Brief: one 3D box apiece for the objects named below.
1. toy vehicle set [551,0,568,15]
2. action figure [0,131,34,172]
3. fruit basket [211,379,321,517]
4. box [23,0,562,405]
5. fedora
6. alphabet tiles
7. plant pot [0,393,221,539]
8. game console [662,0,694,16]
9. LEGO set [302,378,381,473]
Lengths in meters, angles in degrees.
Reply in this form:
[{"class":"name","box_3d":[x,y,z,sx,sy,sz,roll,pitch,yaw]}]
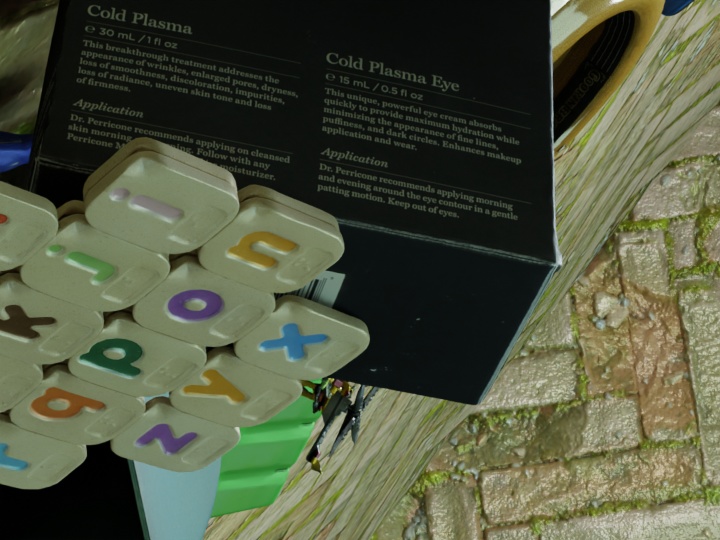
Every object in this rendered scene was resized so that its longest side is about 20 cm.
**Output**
[{"class":"toy vehicle set","box_3d":[0.022,-0.145,1.018,0.124,0.199,0.027,-44,125,-38]},{"class":"action figure","box_3d":[-0.100,-0.042,0.904,0.199,0.099,0.066,-23,118,-46]},{"class":"fruit basket","box_3d":[-0.122,0.059,1.229,0.214,0.156,0.216,-10,137,-9]},{"class":"box","box_3d":[-0.028,-0.063,0.828,0.104,0.199,0.183,114,-16,-52]},{"class":"fedora","box_3d":[0.083,-0.117,1.149,0.200,0.082,0.201,-40,164,-14]},{"class":"alphabet tiles","box_3d":[-0.102,0.022,0.759,0.195,0.015,0.200,21,135,-38]},{"class":"plant pot","box_3d":[-0.139,0.060,0.968,0.200,0.140,0.142,-60,144,-65]},{"class":"game console","box_3d":[0.303,-0.316,1.603,0.200,0.119,0.171,-37,179,38]},{"class":"LEGO set","box_3d":[0.000,0.000,1.053,0.200,0.115,0.154,95,20,-60]}]
